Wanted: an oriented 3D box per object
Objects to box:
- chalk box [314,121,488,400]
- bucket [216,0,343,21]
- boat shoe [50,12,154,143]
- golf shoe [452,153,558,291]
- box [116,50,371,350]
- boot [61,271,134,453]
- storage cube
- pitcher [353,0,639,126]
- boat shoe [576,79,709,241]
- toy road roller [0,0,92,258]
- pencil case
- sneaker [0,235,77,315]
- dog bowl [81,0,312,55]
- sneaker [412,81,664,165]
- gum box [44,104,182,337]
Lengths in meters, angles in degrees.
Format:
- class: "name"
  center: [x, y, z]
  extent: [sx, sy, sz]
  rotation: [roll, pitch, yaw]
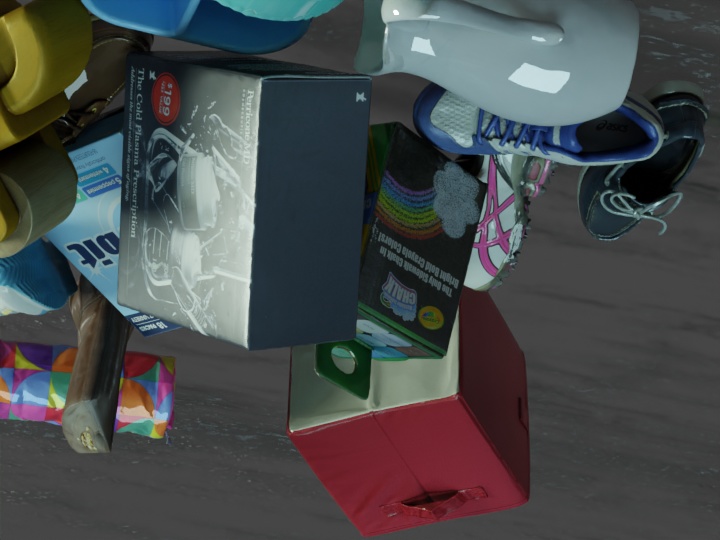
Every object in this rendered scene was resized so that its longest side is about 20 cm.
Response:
- class: "chalk box"
  center: [0.000, 0.000, 1.710]
  extent: [0.124, 0.201, 0.125]
  rotation: [-2, 155, 44]
- class: "bucket"
  center: [-0.046, -0.272, 1.382]
  extent: [0.206, 0.208, 0.135]
  rotation: [16, 144, -23]
- class: "boat shoe"
  center: [-0.233, -0.135, 1.688]
  extent: [0.072, 0.068, 0.200]
  rotation: [27, 136, -35]
- class: "golf shoe"
  center: [0.104, -0.064, 1.806]
  extent: [0.092, 0.073, 0.201]
  rotation: [11, 135, -6]
- class: "box"
  center: [-0.091, -0.058, 1.605]
  extent: [0.104, 0.201, 0.182]
  rotation: [-5, -167, -39]
- class: "boot"
  center: [-0.235, 0.094, 1.905]
  extent: [0.064, 0.201, 0.187]
  rotation: [2, 146, -4]
- class: "storage cube"
  center: [0.046, 0.112, 1.949]
  extent: [0.170, 0.201, 0.180]
  rotation: [-13, 138, 19]
- class: "pitcher"
  center: [0.104, -0.173, 1.571]
  extent: [0.199, 0.122, 0.172]
  rotation: [8, -177, -6]
- class: "boat shoe"
  center: [0.237, -0.078, 1.790]
  extent: [0.074, 0.062, 0.200]
  rotation: [10, 145, -19]
- class: "toy road roller"
  center: [-0.258, -0.125, 1.589]
  extent: [0.145, 0.123, 0.201]
  rotation: [-22, 101, 25]
- class: "pencil case"
  center: [-0.270, 0.115, 2.043]
  extent: [0.199, 0.089, 0.089]
  rotation: [9, 145, -11]
- class: "sneaker"
  center: [-0.296, 0.009, 1.813]
  extent: [0.080, 0.077, 0.200]
  rotation: [-19, 178, 2]
- class: "dog bowl"
  center: [-0.122, -0.217, 1.588]
  extent: [0.199, 0.050, 0.112]
  rotation: [11, 144, -19]
- class: "sneaker"
  center: [0.142, -0.121, 1.677]
  extent: [0.199, 0.088, 0.076]
  rotation: [1, 102, -4]
- class: "gum box"
  center: [-0.181, -0.038, 1.770]
  extent: [0.169, 0.045, 0.200]
  rotation: [-15, 127, 42]
